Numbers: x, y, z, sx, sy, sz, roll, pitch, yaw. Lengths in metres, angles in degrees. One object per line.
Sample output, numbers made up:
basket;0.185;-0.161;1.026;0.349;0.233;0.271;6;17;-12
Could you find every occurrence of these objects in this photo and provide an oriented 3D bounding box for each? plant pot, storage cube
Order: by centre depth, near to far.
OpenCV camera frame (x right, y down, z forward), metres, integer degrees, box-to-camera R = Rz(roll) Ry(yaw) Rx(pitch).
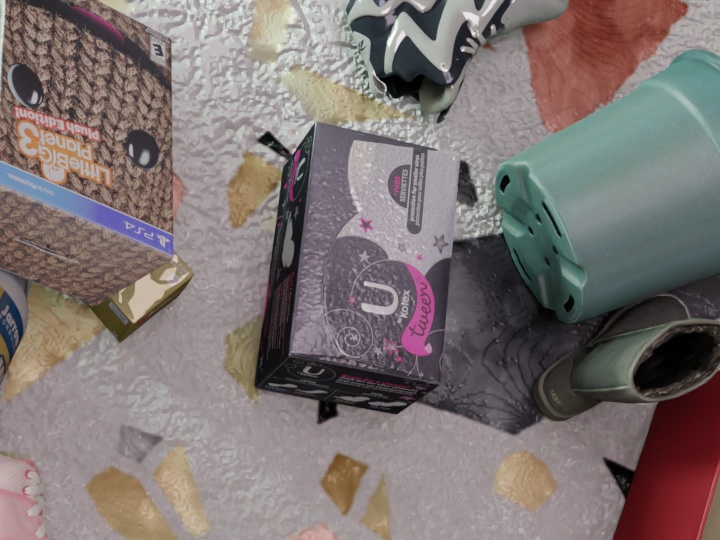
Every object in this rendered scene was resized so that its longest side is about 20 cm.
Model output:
storage cube;0.329;0.195;1.483;0.171;0.180;0.200;25;67;-9
plant pot;0.231;-0.060;1.534;0.196;0.200;0.200;-23;82;-14

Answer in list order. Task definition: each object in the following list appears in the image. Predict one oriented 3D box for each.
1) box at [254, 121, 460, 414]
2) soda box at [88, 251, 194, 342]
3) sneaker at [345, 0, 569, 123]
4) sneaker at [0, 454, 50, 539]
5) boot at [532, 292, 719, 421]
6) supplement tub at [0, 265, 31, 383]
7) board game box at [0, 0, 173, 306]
box;0.000;0.000;1.474;0.132;0.115;0.200;11;71;-14
soda box;-0.226;-0.044;1.445;0.068;0.064;0.200;-40;89;-23
sneaker;0.090;-0.191;1.580;0.199;0.079;0.130;-2;76;-18
sneaker;-0.249;0.203;1.355;0.200;0.075;0.105;38;70;0
boot;0.243;0.061;1.484;0.182;0.200;0.073;-37;88;-23
supplement tub;-0.329;0.055;1.324;0.144;0.145;0.200;25;53;-9
board game box;-0.228;-0.101;1.334;0.159;0.097;0.200;24;50;-40
